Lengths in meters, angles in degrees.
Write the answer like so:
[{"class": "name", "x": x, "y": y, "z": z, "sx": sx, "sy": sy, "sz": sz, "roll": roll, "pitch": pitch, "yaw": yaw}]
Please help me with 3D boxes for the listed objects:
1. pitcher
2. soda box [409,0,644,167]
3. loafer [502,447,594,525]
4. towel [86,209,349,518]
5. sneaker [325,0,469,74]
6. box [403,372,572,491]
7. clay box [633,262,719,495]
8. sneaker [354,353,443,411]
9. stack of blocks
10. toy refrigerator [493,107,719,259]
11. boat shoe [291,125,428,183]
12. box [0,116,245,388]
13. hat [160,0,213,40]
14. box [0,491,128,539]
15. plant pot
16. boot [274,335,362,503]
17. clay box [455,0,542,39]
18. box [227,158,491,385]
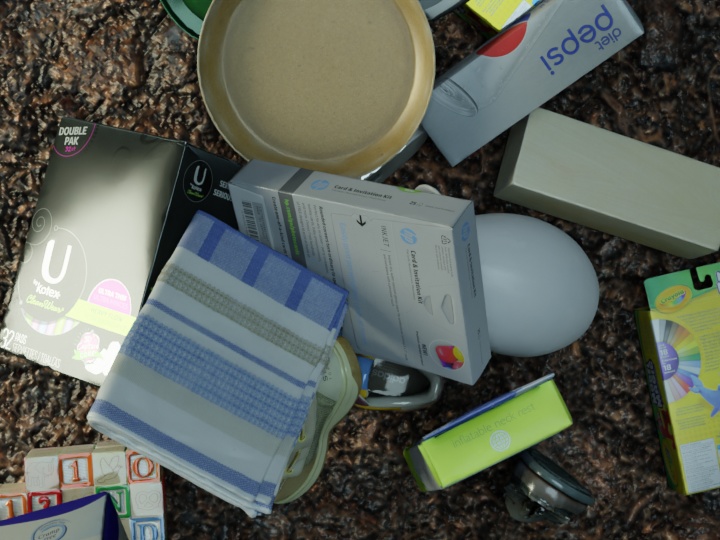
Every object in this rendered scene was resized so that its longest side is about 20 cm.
[{"class": "pitcher", "x": 0.093, "y": 0.017, "z": 1.087, "sx": 0.199, "sy": 0.171, "sz": 0.122, "roll": 16, "pitch": 52, "yaw": -34}, {"class": "soda box", "x": 0.140, "y": -0.177, "z": 1.072, "sx": 0.199, "sy": 0.063, "sz": 0.068, "roll": -34, "pitch": 101, "yaw": 18}, {"class": "loafer", "x": 0.152, "y": 0.194, "z": 1.061, "sx": 0.072, "sy": 0.200, "sz": 0.063, "roll": 35, "pitch": 90, "yaw": 9}, {"class": "towel", "x": -0.098, "y": 0.064, "z": 0.918, "sx": 0.146, "sy": 0.024, "sz": 0.201, "roll": 29, "pitch": 55, "yaw": -10}, {"class": "sneaker", "x": -0.001, "y": -0.245, "z": 1.079, "sx": 0.199, "sy": 0.075, "sz": 0.116, "roll": -28, "pitch": 102, "yaw": 16}, {"class": "box", "x": 0.103, "y": 0.139, "z": 1.051, "sx": 0.121, "sy": 0.200, "sz": 0.048, "roll": -26, "pitch": 82, "yaw": -6}, {"class": "clay box", "x": 0.326, "y": 0.095, "z": 1.157, "sx": 0.114, "sy": 0.048, "sz": 0.202, "roll": -11, "pitch": 90, "yaw": -7}, {"class": "sneaker", "x": -0.024, "y": 0.079, "z": 1.092, "sx": 0.198, "sy": 0.090, "sz": 0.076, "roll": 7, "pitch": 89, "yaw": -7}, {"class": "stack of blocks", "x": -0.268, "y": 0.213, "z": 1.077, "sx": 0.198, "sy": 0.059, "sz": 0.116, "roll": -4, "pitch": 90, "yaw": -7}, {"class": "toy refrigerator", "x": 0.229, "y": -0.077, "z": 1.136, "sx": 0.199, "sy": 0.070, "sz": 0.076, "roll": 17, "pitch": 81, "yaw": -7}, {"class": "boat shoe", "x": -0.033, "y": -0.088, "z": 1.105, "sx": 0.200, "sy": 0.072, "sz": 0.069, "roll": -39, "pitch": 79, "yaw": -3}, {"class": "box", "x": -0.183, "y": -0.007, "z": 1.027, "sx": 0.148, "sy": 0.124, "sz": 0.201, "roll": 15, "pitch": 88, "yaw": 33}, {"class": "hat", "x": -0.101, "y": -0.273, "z": 1.038, "sx": 0.165, "sy": 0.176, "sz": 0.201, "roll": 35, "pitch": 86, "yaw": -5}, {"class": "box", "x": -0.259, "y": 0.305, "z": 1.008, "sx": 0.183, "sy": 0.105, "sz": 0.201, "roll": -16, "pitch": 119, "yaw": 0}, {"class": "plant pot", "x": -0.036, "y": -0.173, "z": 1.047, "sx": 0.198, "sy": 0.028, "sz": 0.202, "roll": 1, "pitch": 104, "yaw": 3}, {"class": "boot", "x": -0.098, "y": 0.135, "z": 1.015, "sx": 0.154, "sy": 0.200, "sz": 0.072, "roll": -9, "pitch": 54, "yaw": -32}, {"class": "clay box", "x": 0.113, "y": -0.289, "z": 1.123, "sx": 0.200, "sy": 0.048, "sz": 0.115, "roll": 39, "pitch": 88, "yaw": -5}, {"class": "box", "x": 0.000, "y": 0.000, "z": 0.989, "sx": 0.041, "sy": 0.199, "sz": 0.157, "roll": -50, "pitch": 141, "yaw": -40}]
